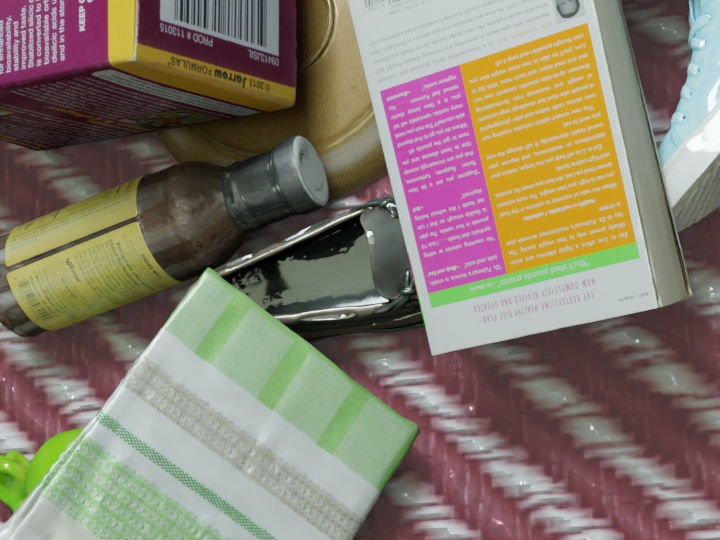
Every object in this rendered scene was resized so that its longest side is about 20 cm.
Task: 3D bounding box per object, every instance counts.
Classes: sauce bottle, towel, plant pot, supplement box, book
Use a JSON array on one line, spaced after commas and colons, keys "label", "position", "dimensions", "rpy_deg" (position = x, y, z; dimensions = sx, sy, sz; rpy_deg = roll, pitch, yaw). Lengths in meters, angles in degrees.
[{"label": "sauce bottle", "position": [-0.112, -0.020, 0.952], "dimensions": [0.199, 0.065, 0.065], "rpy_deg": [-18, 79, 21]}, {"label": "towel", "position": [-0.081, 0.120, 0.889], "dimensions": [0.149, 0.031, 0.200], "rpy_deg": [39, 77, -8]}, {"label": "plant pot", "position": [-0.042, -0.137, 0.969], "dimensions": [0.199, 0.027, 0.201], "rpy_deg": [-2, 83, 17]}, {"label": "supplement box", "position": [-0.148, -0.133, 0.922], "dimensions": [0.199, 0.131, 0.104], "rpy_deg": [-6, 82, 34]}, {"label": "book", "position": [0.071, -0.069, 0.850], "dimensions": [0.133, 0.048, 0.201], "rpy_deg": [-13, 89, 30]}]

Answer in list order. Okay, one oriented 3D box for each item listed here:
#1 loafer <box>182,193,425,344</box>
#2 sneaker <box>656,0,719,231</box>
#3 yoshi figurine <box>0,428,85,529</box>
[{"label": "loafer", "position": [0.000, 0.000, 0.921], "dimensions": [0.199, 0.063, 0.072], "rpy_deg": [-19, 79, 15]}, {"label": "sneaker", "position": [0.190, -0.111, 0.873], "dimensions": [0.082, 0.074, 0.200], "rpy_deg": [38, 88, 25]}, {"label": "yoshi figurine", "position": [-0.188, 0.145, 0.946], "dimensions": [0.199, 0.112, 0.113], "rpy_deg": [-25, 71, 11]}]
